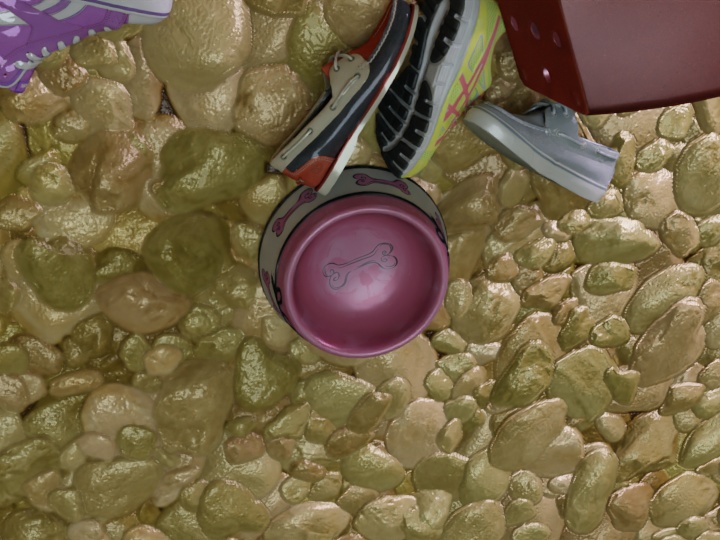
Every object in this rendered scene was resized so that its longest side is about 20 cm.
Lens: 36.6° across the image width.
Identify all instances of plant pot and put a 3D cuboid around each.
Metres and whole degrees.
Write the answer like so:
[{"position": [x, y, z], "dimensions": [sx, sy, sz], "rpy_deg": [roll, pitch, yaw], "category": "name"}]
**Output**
[{"position": [0.226, -0.243, 0.948], "dimensions": [0.176, 0.200, 0.200], "rpy_deg": [-25, 117, -8], "category": "plant pot"}]

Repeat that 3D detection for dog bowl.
[{"position": [0.000, 0.000, 1.093], "dimensions": [0.200, 0.074, 0.200], "rpy_deg": [-5, 114, -10], "category": "dog bowl"}]

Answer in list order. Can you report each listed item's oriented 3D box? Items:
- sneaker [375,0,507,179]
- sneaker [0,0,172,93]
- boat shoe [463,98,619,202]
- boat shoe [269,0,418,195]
[{"position": [0.084, -0.172, 1.035], "dimensions": [0.090, 0.078, 0.200], "rpy_deg": [0, 128, -37], "category": "sneaker"}, {"position": [-0.265, -0.209, 0.947], "dimensions": [0.200, 0.073, 0.114], "rpy_deg": [6, 117, -4], "category": "sneaker"}, {"position": [0.182, -0.131, 1.066], "dimensions": [0.201, 0.070, 0.072], "rpy_deg": [22, 99, -40], "category": "boat shoe"}, {"position": [-0.013, -0.168, 1.017], "dimensions": [0.063, 0.071, 0.200], "rpy_deg": [28, 103, -10], "category": "boat shoe"}]
